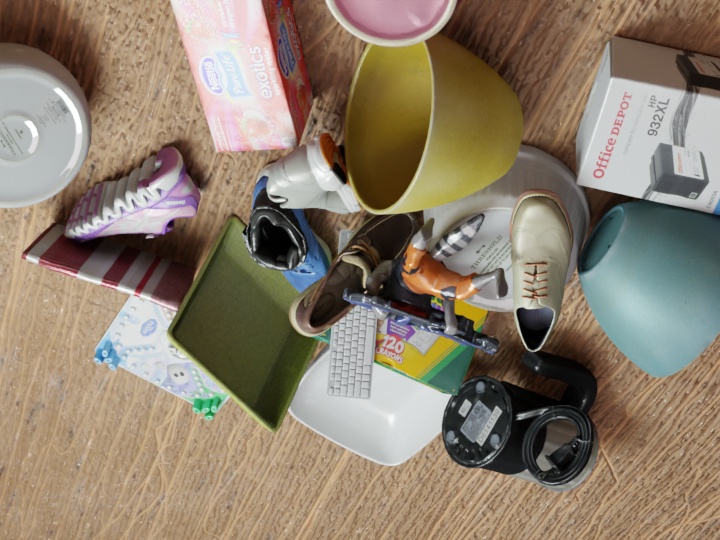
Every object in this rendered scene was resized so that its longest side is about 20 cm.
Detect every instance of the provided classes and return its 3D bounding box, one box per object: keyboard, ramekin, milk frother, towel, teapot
[{"bbox_3d":[-0.006,0.053,1.471,0.056,0.202,0.011,6,176,-11],"label":"keyboard"},{"bbox_3d":[0.168,-0.040,1.422,0.200,0.095,0.203,6,132,6],"label":"ramekin"},{"bbox_3d":[0.240,0.221,1.540,0.187,0.201,0.181,21,121,-40],"label":"milk frother"},{"bbox_3d":[-0.310,-0.004,1.522,0.198,0.144,0.023,18,106,-4],"label":"towel"},{"bbox_3d":[-0.409,-0.180,1.391,0.196,0.146,0.201,7,115,-29],"label":"teapot"}]

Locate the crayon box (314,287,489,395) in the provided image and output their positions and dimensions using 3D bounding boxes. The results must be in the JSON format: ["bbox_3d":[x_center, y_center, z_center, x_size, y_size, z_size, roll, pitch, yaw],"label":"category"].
[{"bbox_3d":[0.047,0.063,1.517,0.199,0.120,0.058,23,172,-9],"label":"crayon box"}]

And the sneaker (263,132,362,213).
[{"bbox_3d":[-0.057,-0.101,1.372,0.091,0.076,0.200,-19,167,7],"label":"sneaker"}]

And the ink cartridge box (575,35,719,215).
[{"bbox_3d":[0.342,-0.149,1.298,0.198,0.084,0.146,12,133,1],"label":"ink cartridge box"}]

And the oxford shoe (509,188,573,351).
[{"bbox_3d":[0.199,0.002,1.340,0.070,0.074,0.201,-1,131,12],"label":"oxford shoe"}]

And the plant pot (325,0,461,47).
[{"bbox_3d":[0.039,-0.313,1.153,0.198,0.180,0.201,6,132,7],"label":"plant pot"}]

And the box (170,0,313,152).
[{"bbox_3d":[-0.125,-0.236,1.309,0.102,0.095,0.201,-1,130,13],"label":"box"}]

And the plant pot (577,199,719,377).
[{"bbox_3d":[0.323,-0.002,1.360,0.134,0.201,0.200,30,130,-9],"label":"plant pot"}]

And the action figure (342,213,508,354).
[{"bbox_3d":[0.093,0.016,1.376,0.199,0.105,0.193,23,156,-21],"label":"action figure"}]

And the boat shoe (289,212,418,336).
[{"bbox_3d":[0.000,0.000,1.435,0.072,0.200,0.072,50,166,-8],"label":"boat shoe"}]

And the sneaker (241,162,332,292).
[{"bbox_3d":[-0.088,-0.020,1.480,0.076,0.112,0.201,-3,130,14],"label":"sneaker"}]

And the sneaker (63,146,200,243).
[{"bbox_3d":[-0.277,-0.072,1.500,0.199,0.081,0.089,-22,131,26],"label":"sneaker"}]

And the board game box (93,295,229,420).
[{"bbox_3d":[-0.247,0.109,1.683,0.199,0.026,0.200,30,130,-14],"label":"board game box"}]

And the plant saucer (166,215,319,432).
[{"bbox_3d":[-0.147,0.070,1.522,0.048,0.201,0.200,-17,127,42],"label":"plant saucer"}]

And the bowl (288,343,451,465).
[{"bbox_3d":[0.020,0.157,1.639,0.199,0.075,0.200,29,130,-15],"label":"bowl"}]

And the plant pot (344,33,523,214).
[{"bbox_3d":[0.088,-0.155,1.295,0.141,0.201,0.201,4,137,-26],"label":"plant pot"}]
